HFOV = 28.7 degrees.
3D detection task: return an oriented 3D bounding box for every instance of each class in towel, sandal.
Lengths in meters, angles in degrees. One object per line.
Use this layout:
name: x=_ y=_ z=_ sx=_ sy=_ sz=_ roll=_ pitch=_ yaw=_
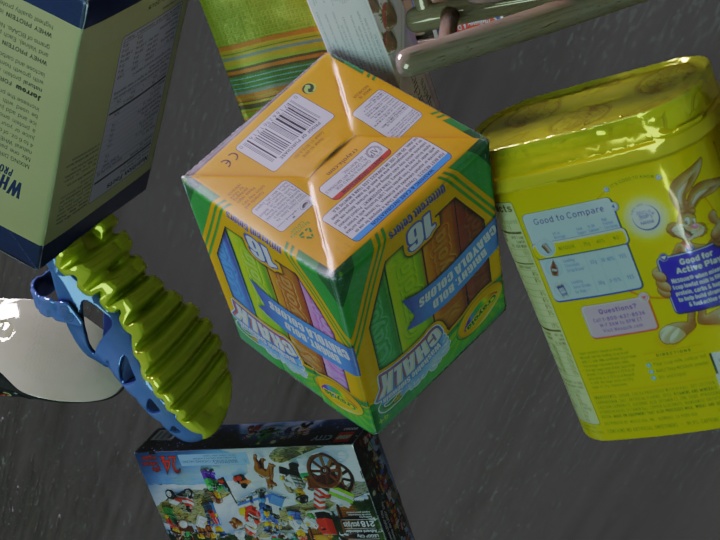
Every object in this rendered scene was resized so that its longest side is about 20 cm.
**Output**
towel: x=-0.065 y=-0.168 z=0.860 sx=0.086 sy=0.018 sz=0.200 roll=-9 pitch=111 yaw=31
sandal: x=-0.172 y=0.043 z=1.035 sx=0.200 sy=0.079 sz=0.087 roll=53 pitch=131 yaw=3

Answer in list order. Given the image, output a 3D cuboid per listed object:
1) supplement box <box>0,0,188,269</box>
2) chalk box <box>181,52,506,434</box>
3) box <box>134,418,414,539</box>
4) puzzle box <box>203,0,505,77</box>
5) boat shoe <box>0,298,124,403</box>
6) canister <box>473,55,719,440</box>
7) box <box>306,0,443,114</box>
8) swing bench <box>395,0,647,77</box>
supplement box: x=-0.237 y=-0.148 z=0.920 sx=0.200 sy=0.134 sz=0.200 roll=27 pitch=125 yaw=12
chalk box: x=0.000 y=0.000 z=0.829 sx=0.124 sy=0.125 sz=0.200 roll=33 pitch=155 yaw=31
box: x=-0.063 y=0.183 z=1.072 sx=0.200 sy=0.038 sz=0.137 roll=-7 pitch=113 yaw=31
puzzle box: x=-0.013 y=-0.192 z=0.846 sx=0.200 sy=0.025 sz=0.133 roll=-5 pitch=114 yaw=30
boat shoe: x=-0.272 y=0.062 z=1.105 sx=0.201 sy=0.074 sz=0.063 roll=12 pitch=161 yaw=10
canister: x=0.162 y=-0.007 z=0.820 sx=0.148 sy=0.087 sz=0.200 roll=-12 pitch=112 yaw=33
box: x=0.007 y=-0.131 z=0.822 sx=0.041 sy=0.039 sz=0.200 roll=1 pitch=136 yaw=29
swing bench: x=0.093 y=-0.225 z=0.703 sx=0.200 sy=0.130 sz=0.199 roll=-13 pitch=111 yaw=10
